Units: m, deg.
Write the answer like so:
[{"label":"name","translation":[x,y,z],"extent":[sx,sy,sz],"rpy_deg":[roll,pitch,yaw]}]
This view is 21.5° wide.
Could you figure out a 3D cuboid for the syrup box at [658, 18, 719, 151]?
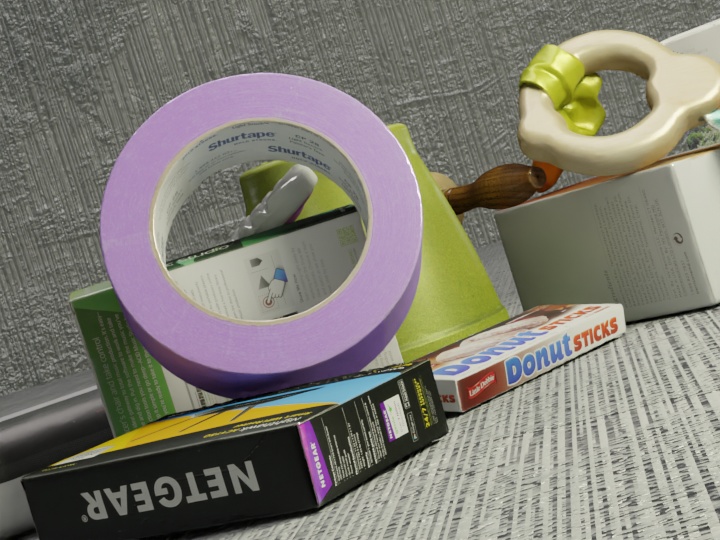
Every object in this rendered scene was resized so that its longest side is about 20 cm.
[{"label":"syrup box","translation":[0.336,-0.121,1.644],"extent":[0.081,0.200,0.079],"rpy_deg":[-20,2,-42]}]

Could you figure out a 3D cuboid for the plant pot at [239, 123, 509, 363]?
[{"label":"plant pot","translation":[0.000,0.000,1.390],"extent":[0.200,0.193,0.200],"rpy_deg":[-17,3,1]}]

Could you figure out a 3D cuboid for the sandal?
[{"label":"sandal","translation":[-0.086,0.010,1.318],"extent":[0.203,0.050,0.082],"rpy_deg":[-48,5,36]}]

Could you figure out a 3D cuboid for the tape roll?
[{"label":"tape roll","translation":[-0.061,-0.021,1.194],"extent":[0.200,0.200,0.066],"rpy_deg":[-18,-20,-5]}]

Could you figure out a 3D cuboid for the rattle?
[{"label":"rattle","translation":[0.220,-0.095,1.395],"extent":[0.200,0.143,0.130],"rpy_deg":[-2,38,10]}]

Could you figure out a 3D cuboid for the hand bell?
[{"label":"hand bell","translation":[0.077,-0.056,1.455],"extent":[0.104,0.104,0.200],"rpy_deg":[-19,1,-33]}]

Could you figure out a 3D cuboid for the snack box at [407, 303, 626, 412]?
[{"label":"snack box","translation":[0.096,0.057,1.273],"extent":[0.072,0.024,0.200],"rpy_deg":[-1,12,40]}]

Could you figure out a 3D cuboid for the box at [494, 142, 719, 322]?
[{"label":"box","translation":[0.230,-0.029,1.437],"extent":[0.152,0.106,0.200],"rpy_deg":[-19,3,-38]}]

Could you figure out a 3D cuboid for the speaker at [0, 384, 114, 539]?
[{"label":"speaker","translation":[-0.190,0.123,1.305],"extent":[0.200,0.081,0.081],"rpy_deg":[-18,2,-25]}]

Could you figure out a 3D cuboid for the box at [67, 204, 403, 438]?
[{"label":"box","translation":[-0.077,0.054,1.253],"extent":[0.200,0.144,0.036],"rpy_deg":[-17,10,-7]}]

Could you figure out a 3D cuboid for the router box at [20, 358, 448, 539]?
[{"label":"router box","translation":[-0.071,0.107,1.090],"extent":[0.200,0.051,0.149],"rpy_deg":[-14,4,32]}]
